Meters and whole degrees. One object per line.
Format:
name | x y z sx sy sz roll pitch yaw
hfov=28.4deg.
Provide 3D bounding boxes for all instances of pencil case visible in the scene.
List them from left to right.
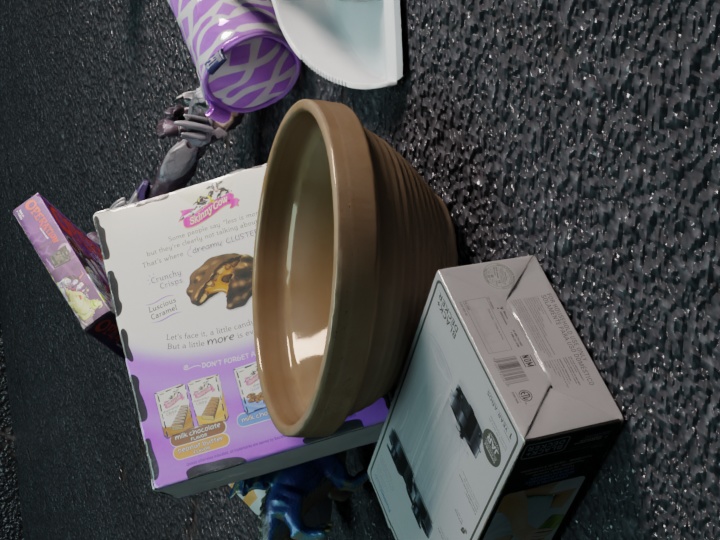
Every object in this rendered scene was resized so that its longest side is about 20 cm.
pencil case | -0.112 -0.204 1.096 0.086 0.084 0.200 -46 48 26

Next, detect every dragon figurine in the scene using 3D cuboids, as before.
dragon figurine | -0.058 0.152 1.037 0.099 0.200 0.059 39 155 0

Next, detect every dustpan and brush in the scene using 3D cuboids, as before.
dustpan and brush | -0.040 -0.196 0.953 0.200 0.057 0.140 -154 57 -65

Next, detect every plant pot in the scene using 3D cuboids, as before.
plant pot | 0.000 0.000 0.863 0.201 0.092 0.202 -178 90 -73

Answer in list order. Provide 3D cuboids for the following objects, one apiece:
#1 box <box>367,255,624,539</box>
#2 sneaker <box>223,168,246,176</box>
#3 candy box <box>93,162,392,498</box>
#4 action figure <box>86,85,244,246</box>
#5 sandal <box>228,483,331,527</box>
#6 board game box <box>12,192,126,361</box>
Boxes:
box | 0.067 0.100 0.802 0.200 0.060 0.117 106 147 -47
sneaker | -0.114 -0.007 1.110 0.200 0.130 0.080 47 156 56
candy box | -0.078 0.037 0.987 0.072 0.167 0.201 64 -170 -74
action figure | -0.142 -0.099 1.157 0.201 0.069 0.130 -60 3 10
sandal | -0.094 0.129 1.133 0.059 0.079 0.207 -33 84 22
board game box | -0.188 0.028 1.100 0.120 0.032 0.200 49 178 25
